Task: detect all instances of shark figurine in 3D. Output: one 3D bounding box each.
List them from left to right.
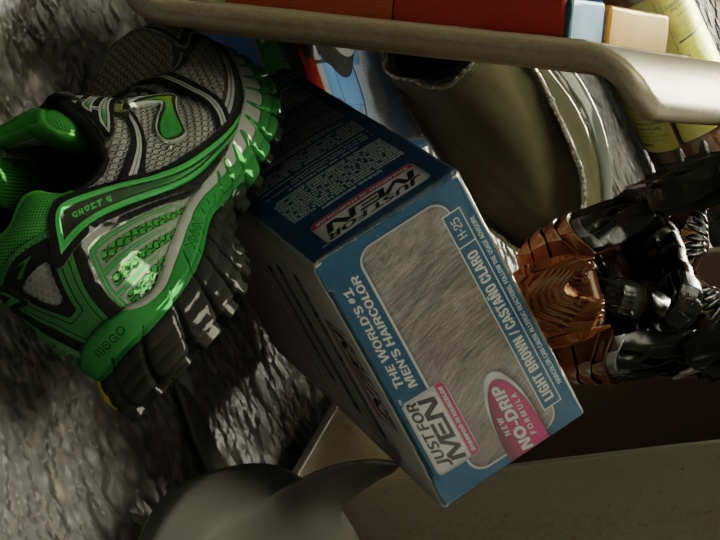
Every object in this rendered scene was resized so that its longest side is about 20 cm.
[{"bbox_3d":[-0.029,0.091,1.000,0.129,0.089,0.214,69,19,3],"label":"shark figurine"}]

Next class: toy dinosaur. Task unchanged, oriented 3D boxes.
[{"bbox_3d":[0.102,0.010,1.066,0.200,0.135,0.103,-65,138,-67],"label":"toy dinosaur"}]

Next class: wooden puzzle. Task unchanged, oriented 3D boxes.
[{"bbox_3d":[0.036,-0.089,1.088,0.185,0.199,0.037,-4,106,-70],"label":"wooden puzzle"}]

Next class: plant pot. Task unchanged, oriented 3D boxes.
[{"bbox_3d":[0.106,0.113,1.187,0.200,0.199,0.178,-58,136,-64],"label":"plant pot"}]

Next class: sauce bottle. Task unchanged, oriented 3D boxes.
[{"bbox_3d":[0.189,-0.089,1.745,0.201,0.066,0.066,65,21,-19],"label":"sauce bottle"}]

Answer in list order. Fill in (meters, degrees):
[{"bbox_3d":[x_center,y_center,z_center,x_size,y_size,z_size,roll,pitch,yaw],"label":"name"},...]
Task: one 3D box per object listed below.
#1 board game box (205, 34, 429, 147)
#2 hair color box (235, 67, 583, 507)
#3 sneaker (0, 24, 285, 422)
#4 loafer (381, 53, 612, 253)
[{"bbox_3d":[-0.030,-0.119,1.256,0.200,0.036,0.152,-13,83,-70],"label":"board game box"},{"bbox_3d":[0.000,0.000,1.058,0.100,0.060,0.200,61,-8,-21],"label":"hair color box"},{"bbox_3d":[-0.079,-0.038,1.002,0.085,0.078,0.200,41,21,-18],"label":"sneaker"},{"bbox_3d":[0.040,-0.084,1.266,0.201,0.075,0.070,60,35,-18],"label":"loafer"}]
